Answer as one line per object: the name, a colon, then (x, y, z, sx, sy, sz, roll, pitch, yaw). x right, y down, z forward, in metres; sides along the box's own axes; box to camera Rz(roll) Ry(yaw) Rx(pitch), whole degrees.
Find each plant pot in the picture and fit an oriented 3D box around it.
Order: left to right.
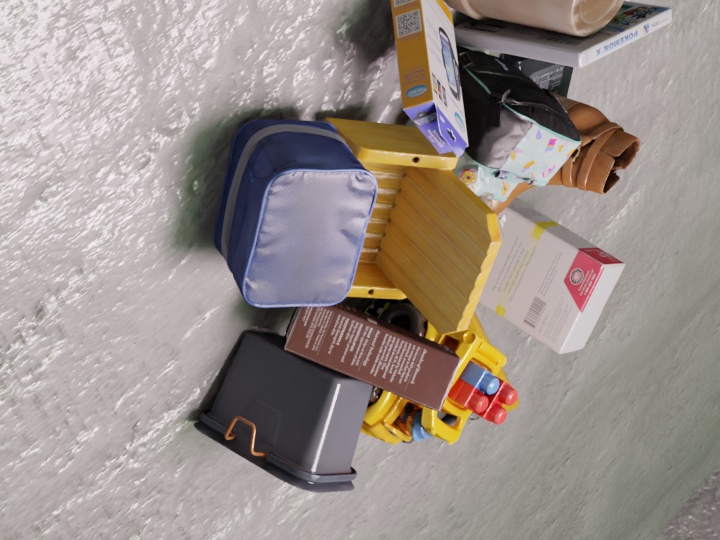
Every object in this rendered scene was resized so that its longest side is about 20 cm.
plant pot: (0.212, -0.355, 1.542, 0.200, 0.173, 0.201, -36, 146, -29)

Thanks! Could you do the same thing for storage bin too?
storage bin: (-0.090, 0.164, 1.627, 0.145, 0.200, 0.135, 10, 101, -56)

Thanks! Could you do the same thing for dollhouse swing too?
dollhouse swing: (0.031, -0.036, 1.532, 0.181, 0.176, 0.201, 3, 126, -24)

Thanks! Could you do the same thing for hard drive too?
hard drive: (0.228, -0.213, 1.830, 0.139, 0.033, 0.201, -26, 136, -40)

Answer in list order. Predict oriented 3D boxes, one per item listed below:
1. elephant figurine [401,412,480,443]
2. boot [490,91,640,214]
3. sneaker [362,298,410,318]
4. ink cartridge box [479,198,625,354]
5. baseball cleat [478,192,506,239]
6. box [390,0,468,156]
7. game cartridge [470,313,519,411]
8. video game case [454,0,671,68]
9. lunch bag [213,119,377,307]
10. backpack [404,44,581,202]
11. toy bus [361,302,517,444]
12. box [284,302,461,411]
elephant figurine: (0.114, 0.169, 1.959, 0.200, 0.155, 0.142, 1, 114, -49)
boot: (0.258, -0.128, 1.767, 0.200, 0.155, 0.077, -50, 148, -10)
sneaker: (0.026, 0.052, 1.786, 0.200, 0.072, 0.083, -37, 138, -26)
ink cartridge box: (0.252, 0.004, 1.922, 0.083, 0.200, 0.146, -6, 125, -55)
baseball cleat: (0.116, -0.014, 1.603, 0.106, 0.070, 0.200, -47, 164, -18)
box: (0.076, -0.223, 1.488, 0.119, 0.041, 0.201, 41, 42, -59)
game cartridge: (0.171, 0.107, 1.894, 0.032, 0.177, 0.200, -26, 166, 2)
video game case: (0.238, -0.293, 1.615, 0.182, 0.200, 0.022, -29, 124, -36)
lunch bag: (-0.077, -0.060, 1.465, 0.135, 0.132, 0.201, 1, 123, -26)
backpack: (0.165, -0.174, 1.650, 0.200, 0.176, 0.154, 0, 128, -50)
toy bus: (0.097, 0.153, 1.720, 0.200, 0.192, 0.136, -56, 145, -1)
box: (0.012, 0.093, 1.604, 0.100, 0.199, 0.075, -130, -116, -84)
